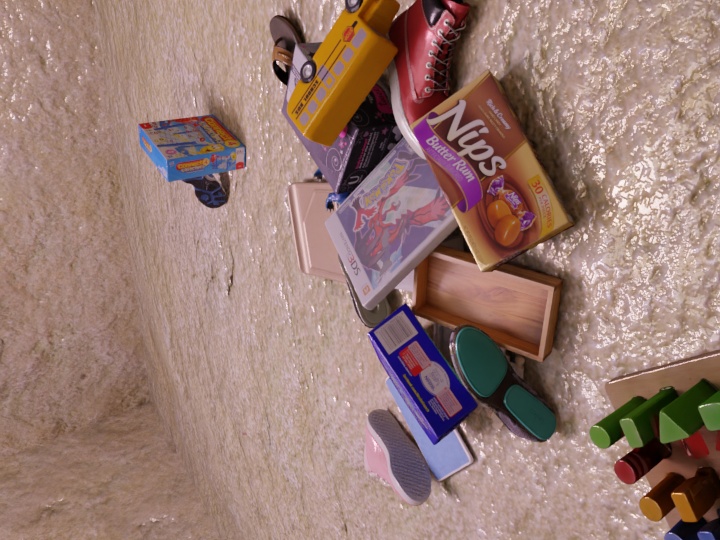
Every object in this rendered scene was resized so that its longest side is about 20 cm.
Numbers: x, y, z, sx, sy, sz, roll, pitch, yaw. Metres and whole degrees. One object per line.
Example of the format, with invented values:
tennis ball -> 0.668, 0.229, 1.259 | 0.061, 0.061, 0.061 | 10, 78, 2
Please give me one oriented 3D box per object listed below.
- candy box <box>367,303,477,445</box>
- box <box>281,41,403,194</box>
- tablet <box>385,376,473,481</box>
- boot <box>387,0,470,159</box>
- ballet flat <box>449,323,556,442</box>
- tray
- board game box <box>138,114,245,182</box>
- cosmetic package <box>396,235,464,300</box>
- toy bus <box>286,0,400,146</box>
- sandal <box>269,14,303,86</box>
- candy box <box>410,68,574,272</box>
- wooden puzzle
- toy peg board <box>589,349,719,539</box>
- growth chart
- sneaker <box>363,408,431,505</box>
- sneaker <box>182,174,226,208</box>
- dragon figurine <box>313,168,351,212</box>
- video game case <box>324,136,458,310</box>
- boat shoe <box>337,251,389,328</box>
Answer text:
candy box -> 0.090, 0.159, 0.892 | 0.171, 0.076, 0.201 | 55, 173, 17
box -> -0.026, -0.242, 0.941 | 0.202, 0.113, 0.133 | 56, 145, 25
tablet -> 0.114, 0.253, 1.046 | 0.203, 0.013, 0.131 | 61, 147, 19
boot -> 0.100, -0.256, 0.778 | 0.143, 0.071, 0.205 | -24, 80, 57
ballet flat -> 0.173, 0.149, 0.793 | 0.200, 0.072, 0.072 | 46, 151, -13
tray -> 0.159, 0.036, 0.796 | 0.196, 0.037, 0.101 | 18, 117, 34
board game box -> -0.403, -0.297, 1.448 | 0.200, 0.192, 0.057 | 44, 138, 38
cosmetic package -> 0.080, -0.015, 0.938 | 0.198, 0.050, 0.085 | 12, 117, 55
toy bus -> -0.018, -0.272, 0.804 | 0.201, 0.064, 0.079 | -51, 59, 23
sandal -> -0.133, -0.368, 1.112 | 0.081, 0.054, 0.206 | -9, 96, 59
candy box -> 0.154, -0.116, 0.721 | 0.115, 0.056, 0.204 | -29, 78, 24
wooden puzzle -> -0.066, -0.076, 1.168 | 0.198, 0.037, 0.190 | 9, 111, 52
toy peg board -> 0.334, 0.196, 0.584 | 0.200, 0.096, 0.204 | -39, 71, 58
growth chart -> 0.169, 0.141, 0.901 | 0.199, 0.017, 0.148 | 38, 135, 45
sneaker -> 0.063, 0.363, 1.117 | 0.201, 0.073, 0.107 | -126, 37, -46
sneaker -> -0.406, -0.239, 1.553 | 0.201, 0.074, 0.078 | 59, -170, -50
dragon figurine -> -0.024, -0.160, 1.017 | 0.098, 0.058, 0.205 | -14, 94, 41
video game case -> 0.044, -0.076, 0.855 | 0.200, 0.023, 0.184 | -44, 46, 18
boat shoe -> 0.000, 0.000, 1.062 | 0.068, 0.070, 0.206 | 121, 135, -82
